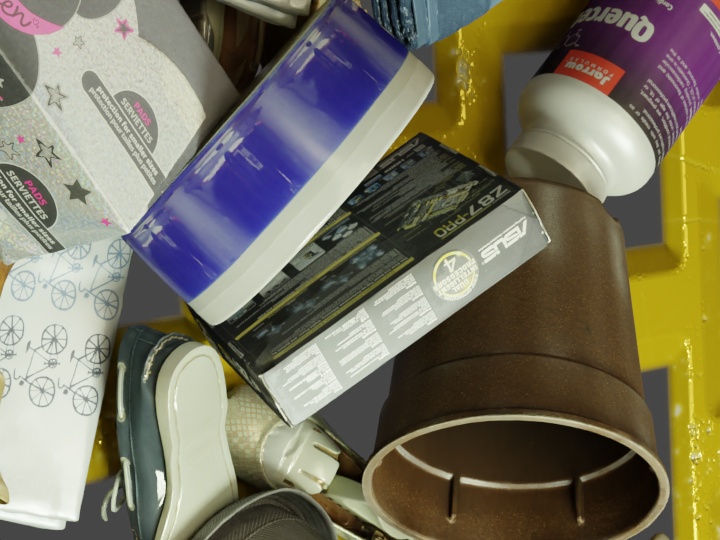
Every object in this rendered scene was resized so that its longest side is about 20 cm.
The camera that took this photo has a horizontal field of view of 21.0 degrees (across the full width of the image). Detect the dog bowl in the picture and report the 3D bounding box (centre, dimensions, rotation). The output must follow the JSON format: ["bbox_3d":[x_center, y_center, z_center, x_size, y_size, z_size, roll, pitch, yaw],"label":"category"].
[{"bbox_3d":[-0.050,-0.068,1.152,0.079,0.200,0.201,42,68,-7],"label":"dog bowl"}]

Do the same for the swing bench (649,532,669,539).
[{"bbox_3d":[0.104,0.286,1.345,0.197,0.200,0.131,-9,74,-36],"label":"swing bench"}]

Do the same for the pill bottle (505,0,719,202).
[{"bbox_3d":[0.190,-0.135,1.410,0.113,0.112,0.201,49,66,-28],"label":"pill bottle"}]

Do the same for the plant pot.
[{"bbox_3d":[0.104,0.059,1.295,0.199,0.199,0.200,28,50,-34],"label":"plant pot"}]

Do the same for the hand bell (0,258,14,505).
[{"bbox_3d":[-0.216,0.021,1.102,0.104,0.104,0.202,28,72,-34],"label":"hand bell"}]

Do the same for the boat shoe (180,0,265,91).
[{"bbox_3d":[-0.086,-0.209,1.235,0.071,0.075,0.202,7,95,-44],"label":"boat shoe"}]

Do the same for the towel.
[{"bbox_3d":[0.087,-0.240,1.351,0.199,0.048,0.112,-32,135,-27],"label":"towel"}]

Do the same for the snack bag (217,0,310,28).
[{"bbox_3d":[-0.102,-0.265,1.160,0.198,0.021,0.191,17,77,-27],"label":"snack bag"}]

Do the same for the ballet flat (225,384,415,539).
[{"bbox_3d":[-0.019,0.137,1.309,0.199,0.062,0.068,36,73,-32],"label":"ballet flat"}]

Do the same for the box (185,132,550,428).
[{"bbox_3d":[0.000,0.000,1.222,0.199,0.161,0.049,-36,114,-10],"label":"box"}]

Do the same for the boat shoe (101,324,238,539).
[{"bbox_3d":[-0.125,0.127,1.227,0.075,0.061,0.202,-35,134,-40],"label":"boat shoe"}]

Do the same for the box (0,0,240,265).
[{"bbox_3d":[-0.181,-0.124,1.043,0.201,0.114,0.132,56,45,-23],"label":"box"}]

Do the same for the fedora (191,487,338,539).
[{"bbox_3d":[-0.058,0.245,1.242,0.177,0.090,0.201,37,78,-50],"label":"fedora"}]

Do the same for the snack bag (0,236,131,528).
[{"bbox_3d":[-0.238,0.049,1.158,0.199,0.021,0.191,16,85,-36],"label":"snack bag"}]

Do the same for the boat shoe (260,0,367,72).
[{"bbox_3d":[-0.025,-0.147,1.283,0.069,0.073,0.202,-6,107,-38],"label":"boat shoe"}]
